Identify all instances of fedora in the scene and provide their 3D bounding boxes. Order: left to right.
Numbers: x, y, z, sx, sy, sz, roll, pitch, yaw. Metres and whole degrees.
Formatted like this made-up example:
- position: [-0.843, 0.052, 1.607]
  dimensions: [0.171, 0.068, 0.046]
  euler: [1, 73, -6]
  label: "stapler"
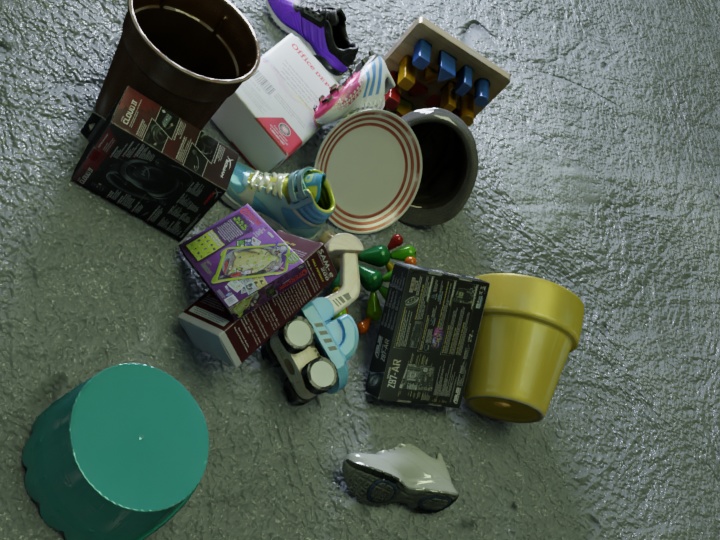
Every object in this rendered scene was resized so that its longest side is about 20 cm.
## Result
- position: [0.108, -0.186, 1.856]
  dimensions: [0.173, 0.203, 0.091]
  euler: [1, 27, -3]
  label: "fedora"

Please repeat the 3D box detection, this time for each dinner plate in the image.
- position: [0.010, -0.159, 1.771]
  dimensions: [0.197, 0.024, 0.204]
  euler: [-8, 109, -25]
  label: "dinner plate"

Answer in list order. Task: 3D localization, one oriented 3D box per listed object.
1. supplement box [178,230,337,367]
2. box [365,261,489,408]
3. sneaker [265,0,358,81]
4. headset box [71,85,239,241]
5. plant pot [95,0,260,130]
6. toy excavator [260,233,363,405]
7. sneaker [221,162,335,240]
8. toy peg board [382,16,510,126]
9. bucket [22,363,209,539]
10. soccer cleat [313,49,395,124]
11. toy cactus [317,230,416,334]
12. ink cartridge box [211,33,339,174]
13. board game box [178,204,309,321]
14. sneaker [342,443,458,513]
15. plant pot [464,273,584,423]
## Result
- position: [-0.139, 0.035, 1.501]
  dimensions: [0.200, 0.108, 0.061]
  euler: [-42, 125, -24]
  label: "supplement box"
- position: [0.102, 0.100, 1.666]
  dimensions: [0.158, 0.043, 0.204]
  euler: [9, 96, -33]
  label: "box"
- position: [-0.074, -0.430, 1.886]
  dimensions: [0.201, 0.099, 0.070]
  euler: [49, 43, -4]
  label: "sneaker"
- position: [-0.291, -0.147, 1.513]
  dimensions: [0.198, 0.149, 0.078]
  euler: [31, 48, -18]
  label: "headset box"
- position: [-0.271, -0.274, 1.558]
  dimensions: [0.198, 0.198, 0.202]
  euler: [22, 44, -23]
  label: "plant pot"
- position: [-0.047, 0.067, 1.578]
  dimensions: [0.198, 0.100, 0.196]
  euler: [-27, 84, -31]
  label: "toy excavator"
- position: [-0.123, -0.130, 1.646]
  dimensions: [0.198, 0.130, 0.080]
  euler: [30, 50, -19]
  label: "sneaker"
- position: [0.121, -0.290, 1.883]
  dimensions: [0.198, 0.199, 0.099]
  euler: [27, 47, -22]
  label: "toy peg board"
- position: [-0.284, 0.217, 1.305]
  dimensions: [0.205, 0.134, 0.210]
  euler: [19, 55, -29]
  label: "bucket"
- position: [-0.002, -0.277, 1.763]
  dimensions: [0.087, 0.069, 0.201]
  euler: [52, 45, -16]
  label: "soccer cleat"
- position: [0.000, 0.000, 1.692]
  dimensions: [0.165, 0.103, 0.200]
  euler: [40, 66, 13]
  label: "toy cactus"
- position: [-0.131, -0.263, 1.752]
  dimensions: [0.148, 0.085, 0.200]
  euler: [49, 44, -6]
  label: "ink cartridge box"
- position: [-0.162, -0.015, 1.498]
  dimensions: [0.119, 0.200, 0.033]
  euler: [-35, 127, -9]
  label: "board game box"
- position: [0.051, 0.290, 1.583]
  dimensions: [0.198, 0.074, 0.088]
  euler: [22, 40, -35]
  label: "sneaker"
- position: [0.243, 0.130, 1.745]
  dimensions: [0.199, 0.200, 0.192]
  euler: [24, 66, -24]
  label: "plant pot"
